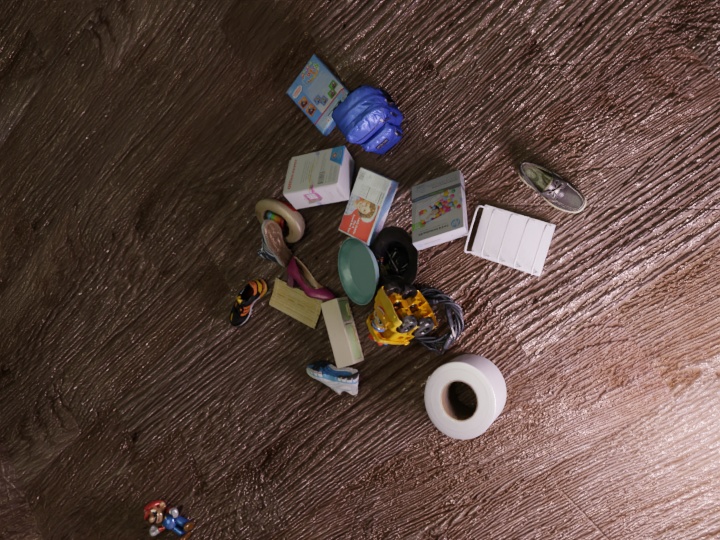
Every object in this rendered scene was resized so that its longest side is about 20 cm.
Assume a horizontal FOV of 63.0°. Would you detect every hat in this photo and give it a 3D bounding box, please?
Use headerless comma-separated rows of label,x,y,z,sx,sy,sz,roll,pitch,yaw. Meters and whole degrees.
hat,0.114,-0.033,1.710,0.198,0.080,0.206,10,105,42

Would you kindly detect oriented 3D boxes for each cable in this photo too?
cable,0.198,0.131,1.688,0.199,0.050,0.165,38,109,22

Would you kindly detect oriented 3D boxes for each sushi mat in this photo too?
sushi mat,-0.211,0.107,1.916,0.197,0.012,0.098,25,101,24

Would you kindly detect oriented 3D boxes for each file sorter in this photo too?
file sorter,0.388,-0.082,1.545,0.196,0.124,0.142,20,100,25

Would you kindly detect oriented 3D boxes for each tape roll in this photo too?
tape roll,0.287,0.340,1.601,0.198,0.138,0.208,1,93,26

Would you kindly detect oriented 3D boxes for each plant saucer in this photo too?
plant saucer,0.000,0.000,1.756,0.199,0.035,0.205,26,122,50

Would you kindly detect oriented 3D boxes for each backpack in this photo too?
backpack,0.028,-0.430,1.674,0.162,0.199,0.169,-41,74,21

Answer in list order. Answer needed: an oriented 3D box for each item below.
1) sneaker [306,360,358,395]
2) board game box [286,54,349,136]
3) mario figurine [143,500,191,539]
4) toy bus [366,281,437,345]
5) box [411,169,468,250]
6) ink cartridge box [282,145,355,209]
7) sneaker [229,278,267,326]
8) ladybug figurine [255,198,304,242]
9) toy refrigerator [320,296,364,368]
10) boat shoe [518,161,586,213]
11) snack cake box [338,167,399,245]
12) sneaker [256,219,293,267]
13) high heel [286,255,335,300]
sneaker,-0.088,0.344,1.833,0.197,0.075,0.089,11,122,35
board game box,-0.125,-0.549,1.838,0.152,0.036,0.201,-47,73,20
mario figurine,-0.716,0.920,2.144,0.196,0.107,0.125,21,67,17
toy bus,0.084,0.141,1.621,0.191,0.198,0.138,-40,61,26
box,0.216,-0.167,1.621,0.153,0.041,0.204,-16,53,27
ink cartridge box,-0.126,-0.282,1.792,0.196,0.085,0.148,-5,59,26
sneaker,-0.396,0.107,1.967,0.070,0.090,0.201,45,109,18
ladybug figurine,-0.253,-0.168,1.882,0.197,0.072,0.138,30,137,21
toy refrigerator,-0.053,0.188,1.804,0.069,0.076,0.205,-19,83,26
boat shoe,0.490,-0.215,1.520,0.198,0.064,0.074,35,105,20
snack cake box,0.024,-0.191,1.757,0.113,0.067,0.204,26,103,22
sneaker,-0.294,-0.092,1.869,0.107,0.202,0.071,19,60,31
high heel,-0.156,0.027,1.854,0.196,0.067,0.099,19,106,26
